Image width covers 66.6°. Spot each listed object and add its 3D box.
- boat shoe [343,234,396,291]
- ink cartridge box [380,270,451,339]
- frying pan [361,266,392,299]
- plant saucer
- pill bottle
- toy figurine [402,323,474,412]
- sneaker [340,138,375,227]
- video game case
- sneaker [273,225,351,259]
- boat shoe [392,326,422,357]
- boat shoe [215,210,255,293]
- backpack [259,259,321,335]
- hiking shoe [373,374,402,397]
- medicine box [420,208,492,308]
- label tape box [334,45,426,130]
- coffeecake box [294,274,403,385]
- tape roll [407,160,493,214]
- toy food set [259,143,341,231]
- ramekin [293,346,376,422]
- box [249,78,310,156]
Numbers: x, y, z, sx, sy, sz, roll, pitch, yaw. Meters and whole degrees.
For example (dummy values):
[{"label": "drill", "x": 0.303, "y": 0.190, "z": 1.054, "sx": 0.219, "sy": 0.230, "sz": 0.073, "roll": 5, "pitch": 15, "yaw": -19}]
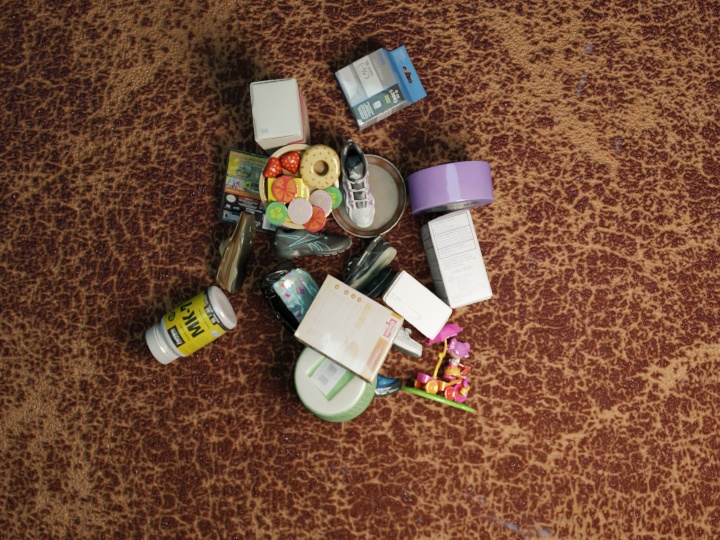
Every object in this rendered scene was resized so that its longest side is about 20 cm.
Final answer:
[{"label": "boat shoe", "x": 0.000, "y": 0.000, "z": 1.359, "sx": 0.200, "sy": 0.072, "sz": 0.068, "roll": -46, "pitch": 71, "yaw": 8}, {"label": "ink cartridge box", "x": 0.126, "y": 0.078, "z": 1.287, "sx": 0.145, "sy": 0.200, "sz": 0.084, "roll": 38, "pitch": 89, "yaw": 1}, {"label": "frying pan", "x": 0.018, "y": 0.060, "z": 1.311, "sx": 0.031, "sy": 0.114, "sz": 0.191, "roll": 45, "pitch": 56, "yaw": -7}, {"label": "plant saucer", "x": 0.017, "y": -0.185, "z": 1.376, "sx": 0.193, "sy": 0.034, "sz": 0.207, "roll": 0, "pitch": 88, "yaw": 1}, {"label": "pill bottle", "x": -0.413, "y": 0.136, "z": 1.337, "sx": 0.197, "sy": 0.114, "sz": 0.116, "roll": -31, "pitch": 89, "yaw": 0}, {"label": "toy figurine", "x": 0.215, "y": 0.227, "z": 1.332, "sx": 0.196, "sy": 0.149, "sz": 0.189, "roll": 21, "pitch": 79, "yaw": -21}, {"label": "sneaker", "x": -0.012, "y": -0.207, "z": 1.289, "sx": 0.075, "sy": 0.140, "sz": 0.206, "roll": -14, "pitch": 89, "yaw": 0}, {"label": "video game case", "x": -0.245, "y": -0.192, "z": 1.364, "sx": 0.194, "sy": 0.026, "sz": 0.186, "roll": 13, "pitch": 103, "yaw": 1}, {"label": "sneaker", "x": -0.118, "y": -0.075, "z": 1.343, "sx": 0.193, "sy": 0.075, "sz": 0.082, "roll": -5, "pitch": 101, "yaw": -8}, {"label": "boat shoe", "x": 0.072, "y": 0.138, "z": 1.333, "sx": 0.200, "sy": 0.075, "sz": 0.065, "roll": 33, "pitch": 81, "yaw": 28}, {"label": "boat shoe", "x": -0.315, "y": -0.048, "z": 1.351, "sx": 0.072, "sy": 0.076, "sz": 0.206, "roll": 18, "pitch": 98, "yaw": 11}, {"label": "backpack", "x": -0.148, "y": 0.075, "z": 1.318, "sx": 0.126, "sy": 0.167, "sz": 0.202, "roll": -39, "pitch": 95, "yaw": -5}, {"label": "hiking shoe", "x": 0.008, "y": 0.260, "z": 1.348, "sx": 0.193, "sy": 0.074, "sz": 0.090, "roll": 4, "pitch": 90, "yaw": 1}, {"label": "medicine box", "x": 0.220, "y": -0.025, "z": 1.296, "sx": 0.100, "sy": 0.182, "sz": 0.206, "roll": -15, "pitch": 89, "yaw": 0}, {"label": "label tape box", "x": 0.052, "y": -0.464, "z": 1.364, "sx": 0.196, "sy": 0.063, "sz": 0.147, "roll": -27, "pitch": 89, "yaw": 1}, {"label": "coffeecake box", "x": -0.024, "y": 0.132, "z": 1.214, "sx": 0.196, "sy": 0.073, "sz": 0.156, "roll": 29, "pitch": 76, "yaw": 10}, {"label": "tape roll", "x": 0.211, "y": -0.191, "z": 1.291, "sx": 0.193, "sy": 0.200, "sz": 0.088, "roll": -7, "pitch": 89, "yaw": 1}, {"label": "toy food set", "x": -0.139, "y": -0.192, "z": 1.284, "sx": 0.194, "sy": 0.049, "sz": 0.204, "roll": -3, "pitch": 107, "yaw": -12}, {"label": "ramekin", "x": -0.062, "y": 0.248, "z": 1.280, "sx": 0.193, "sy": 0.098, "sz": 0.207, "roll": -2, "pitch": 75, "yaw": 9}, {"label": "box", "x": -0.183, "y": -0.353, "z": 1.297, "sx": 0.105, "sy": 0.200, "sz": 0.132, "roll": -6, "pitch": 90, "yaw": 2}]
